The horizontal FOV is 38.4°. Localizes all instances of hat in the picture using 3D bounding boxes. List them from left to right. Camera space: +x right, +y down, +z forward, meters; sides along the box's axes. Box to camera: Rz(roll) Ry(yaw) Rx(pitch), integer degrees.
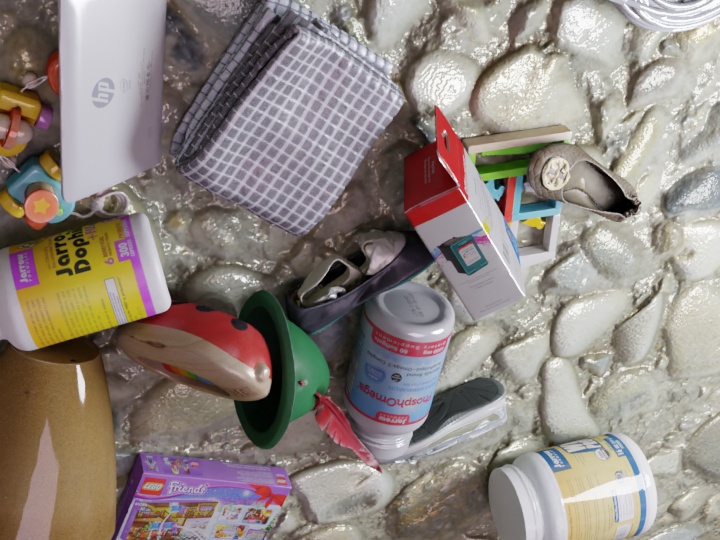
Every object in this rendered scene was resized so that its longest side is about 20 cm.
[{"bbox_3d":[-0.040,0.115,1.166,0.174,0.167,0.201,-1,141,-28],"label":"hat"}]

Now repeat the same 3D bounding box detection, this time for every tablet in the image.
[{"bbox_3d":[-0.222,-0.168,0.938,0.130,0.014,0.202,-35,142,-49],"label":"tablet"}]

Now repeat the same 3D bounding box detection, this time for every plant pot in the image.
[{"bbox_3d":[-0.333,0.172,1.085,0.185,0.186,0.202,7,106,-26],"label":"plant pot"}]

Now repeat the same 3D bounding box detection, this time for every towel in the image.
[{"bbox_3d":[-0.068,-0.147,1.016,0.165,0.086,0.201,27,109,-35],"label":"towel"}]

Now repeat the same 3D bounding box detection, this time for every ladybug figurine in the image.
[{"bbox_3d":[-0.168,0.081,1.085,0.136,0.198,0.072,47,61,-52],"label":"ladybug figurine"}]

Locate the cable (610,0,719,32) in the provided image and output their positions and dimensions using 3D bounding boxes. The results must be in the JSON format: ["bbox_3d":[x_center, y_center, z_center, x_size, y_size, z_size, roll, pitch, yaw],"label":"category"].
[{"bbox_3d":[0.333,-0.343,1.055,0.199,0.069,0.201,24,111,-34],"label":"cable"}]

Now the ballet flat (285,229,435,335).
[{"bbox_3d":[0.000,0.000,1.155,0.199,0.073,0.073,-31,128,4],"label":"ballet flat"}]

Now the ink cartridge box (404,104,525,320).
[{"bbox_3d":[0.102,-0.062,1.105,0.067,0.117,0.201,-25,120,18],"label":"ink cartridge box"}]

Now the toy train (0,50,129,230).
[{"bbox_3d":[-0.277,-0.119,0.969,0.149,0.056,0.202,-9,125,-16],"label":"toy train"}]

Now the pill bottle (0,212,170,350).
[{"bbox_3d":[-0.295,0.016,1.022,0.198,0.104,0.105,-17,127,-11],"label":"pill bottle"}]

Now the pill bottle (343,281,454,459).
[{"bbox_3d":[0.039,0.121,1.226,0.108,0.109,0.202,-1,123,-21],"label":"pill bottle"}]

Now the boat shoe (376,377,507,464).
[{"bbox_3d":[0.099,0.205,1.332,0.200,0.074,0.065,-24,124,-14],"label":"boat shoe"}]

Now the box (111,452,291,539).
[{"bbox_3d":[-0.202,0.301,1.295,0.198,0.039,0.138,13,118,-28],"label":"box"}]

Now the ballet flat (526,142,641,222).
[{"bbox_3d":[0.264,-0.095,1.187,0.199,0.046,0.068,19,105,-42],"label":"ballet flat"}]

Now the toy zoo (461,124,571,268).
[{"bbox_3d":[0.174,-0.067,1.207,0.130,0.021,0.202,-9,125,-16],"label":"toy zoo"}]

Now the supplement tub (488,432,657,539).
[{"bbox_3d":[0.292,0.314,1.436,0.198,0.145,0.146,-10,126,-16],"label":"supplement tub"}]
